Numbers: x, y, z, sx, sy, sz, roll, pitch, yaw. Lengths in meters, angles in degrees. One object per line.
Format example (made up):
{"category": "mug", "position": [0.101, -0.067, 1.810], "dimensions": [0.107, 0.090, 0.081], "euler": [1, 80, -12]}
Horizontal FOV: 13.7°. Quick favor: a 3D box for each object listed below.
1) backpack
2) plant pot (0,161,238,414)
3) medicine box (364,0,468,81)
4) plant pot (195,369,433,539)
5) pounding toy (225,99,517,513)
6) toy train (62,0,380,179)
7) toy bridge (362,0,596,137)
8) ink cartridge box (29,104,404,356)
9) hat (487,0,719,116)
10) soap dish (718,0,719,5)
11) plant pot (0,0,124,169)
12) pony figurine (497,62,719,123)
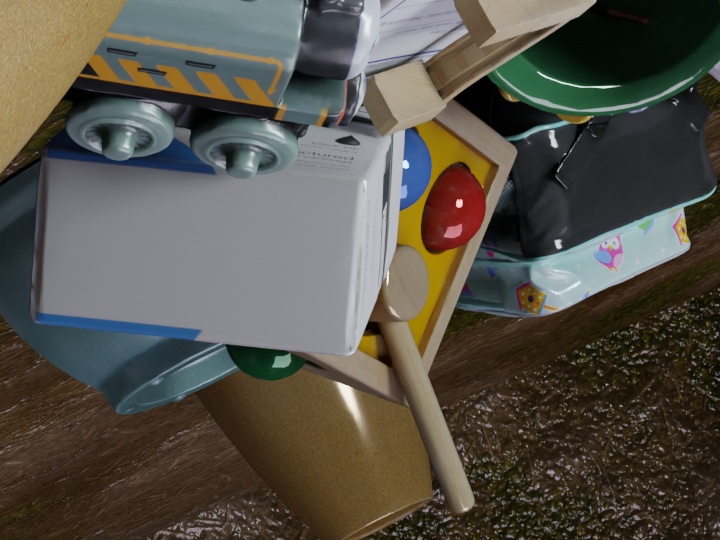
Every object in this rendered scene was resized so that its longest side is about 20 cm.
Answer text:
{"category": "backpack", "position": [0.097, -0.061, 1.815], "dimensions": [0.176, 0.153, 0.200], "euler": [-26, -150, -37]}
{"category": "plant pot", "position": [-0.115, -0.001, 1.717], "dimensions": [0.200, 0.134, 0.200], "euler": [-27, 171, -5]}
{"category": "medicine box", "position": [0.031, -0.161, 1.333], "dimensions": [0.200, 0.103, 0.182], "euler": [-33, 169, 38]}
{"category": "plant pot", "position": [-0.027, 0.115, 2.406], "dimensions": [0.186, 0.200, 0.186], "euler": [-26, 170, -5]}
{"category": "pounding toy", "position": [0.000, 0.000, 1.591], "dimensions": [0.184, 0.142, 0.200], "euler": [31, 79, -60]}
{"category": "toy train", "position": [-0.090, -0.099, 1.208], "dimensions": [0.200, 0.085, 0.114], "euler": [10, 156, -10]}
{"category": "toy bridge", "position": [0.072, -0.116, 1.287], "dimensions": [0.067, 0.027, 0.200], "euler": [-21, 169, -37]}
{"category": "ink cartridge box", "position": [-0.060, -0.032, 1.370], "dimensions": [0.145, 0.084, 0.200], "euler": [6, -166, 4]}
{"category": "hat", "position": [0.088, -0.179, 1.562], "dimensions": [0.200, 0.166, 0.176], "euler": [-7, -160, -18]}
{"category": "soap dish", "position": [0.233, -0.195, 1.466], "dimensions": [0.157, 0.200, 0.081], "euler": [-23, -167, -26]}
{"category": "plant pot", "position": [-0.163, -0.092, 0.966], "dimensions": [0.186, 0.186, 0.200], "euler": [-35, -179, 43]}
{"category": "pony figurine", "position": [0.168, -0.152, 1.662], "dimensions": [0.193, 0.167, 0.200], "euler": [1, -154, 37]}
